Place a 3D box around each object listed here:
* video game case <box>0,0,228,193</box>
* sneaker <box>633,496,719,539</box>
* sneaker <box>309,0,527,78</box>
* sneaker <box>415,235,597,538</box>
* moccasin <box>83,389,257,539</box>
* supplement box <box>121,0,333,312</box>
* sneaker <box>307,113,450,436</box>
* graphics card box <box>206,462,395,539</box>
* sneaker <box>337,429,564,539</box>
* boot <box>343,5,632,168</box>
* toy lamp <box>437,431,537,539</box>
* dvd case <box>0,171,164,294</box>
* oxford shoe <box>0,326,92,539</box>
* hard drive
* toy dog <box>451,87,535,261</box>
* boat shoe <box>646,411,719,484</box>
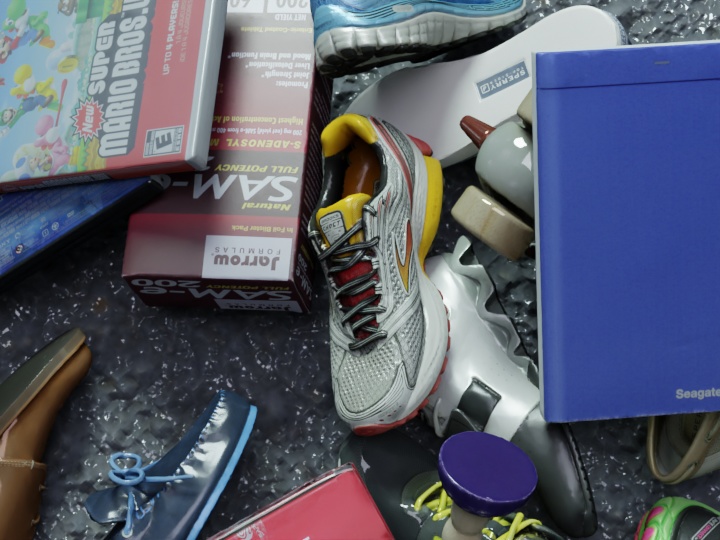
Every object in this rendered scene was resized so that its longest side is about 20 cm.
[{"bbox_3d":[-0.172,-0.119,0.832,0.198,0.017,0.145,-5,69,26],"label":"video game case"},{"bbox_3d":[0.189,0.228,0.771,0.083,0.077,0.202,8,71,6],"label":"sneaker"},{"bbox_3d":[0.038,-0.182,0.867,0.078,0.199,0.091,-15,93,37],"label":"sneaker"},{"bbox_3d":[0.071,0.082,0.827,0.088,0.074,0.201,-26,61,-3],"label":"sneaker"},{"bbox_3d":[-0.131,0.149,0.785,0.068,0.080,0.201,32,71,-2],"label":"moccasin"},{"bbox_3d":[-0.077,-0.079,0.849,0.108,0.061,0.202,1,71,9],"label":"supplement box"},{"bbox_3d":[0.000,0.000,0.807,0.077,0.082,0.202,-19,59,31],"label":"sneaker"},{"bbox_3d":[-0.047,0.173,0.718,0.125,0.200,0.051,-28,72,-13],"label":"graphics card box"},{"bbox_3d":[0.072,0.154,0.782,0.200,0.085,0.074,44,51,8],"label":"sneaker"},{"bbox_3d":[0.089,-0.103,0.897,0.198,0.090,0.074,-17,73,23],"label":"boot"},{"bbox_3d":[0.041,0.176,0.731,0.058,0.202,0.058,12,32,-7],"label":"toy lamp"},{"bbox_3d":[-0.208,-0.094,0.861,0.142,0.018,0.201,-30,60,14],"label":"dvd case"},{"bbox_3d":[-0.213,0.125,0.813,0.071,0.071,0.201,39,69,-19],"label":"oxford shoe"},{"bbox_3d":[0.161,-0.021,0.750,0.130,0.025,0.202,-4,102,-3],"label":"hard drive"},{"bbox_3d":[0.125,-0.041,0.839,0.131,0.200,0.096,-37,42,-2],"label":"toy dog"},{"bbox_3d":[0.203,0.024,0.802,0.073,0.063,0.203,19,109,37],"label":"boat shoe"}]
